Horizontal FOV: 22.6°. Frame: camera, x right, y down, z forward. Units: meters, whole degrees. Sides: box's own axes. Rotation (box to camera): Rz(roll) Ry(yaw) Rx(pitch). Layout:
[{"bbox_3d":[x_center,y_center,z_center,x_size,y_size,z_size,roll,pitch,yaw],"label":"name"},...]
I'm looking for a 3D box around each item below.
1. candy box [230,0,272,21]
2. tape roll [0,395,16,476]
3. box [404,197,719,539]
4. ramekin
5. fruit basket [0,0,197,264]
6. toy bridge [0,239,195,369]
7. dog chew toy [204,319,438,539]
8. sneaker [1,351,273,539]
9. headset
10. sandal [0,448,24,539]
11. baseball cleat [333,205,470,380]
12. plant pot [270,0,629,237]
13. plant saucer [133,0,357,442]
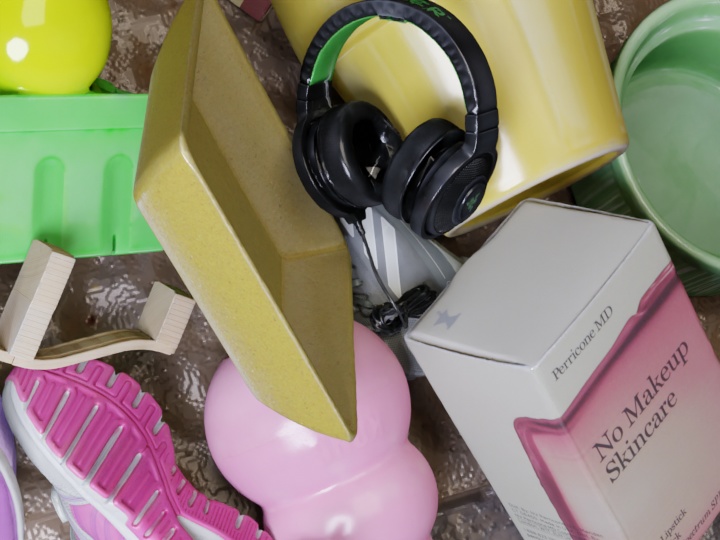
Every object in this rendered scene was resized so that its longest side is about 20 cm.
[{"bbox_3d":[-0.020,-0.270,1.177,0.055,0.115,0.200,35,66,-6],"label":"candy box"},{"bbox_3d":[-0.294,0.113,0.998,0.199,0.066,0.201,6,72,-18],"label":"tape roll"},{"bbox_3d":[0.139,0.076,1.091,0.128,0.109,0.200,-48,126,-24],"label":"box"},{"bbox_3d":[0.238,-0.079,1.223,0.199,0.098,0.201,5,73,-18],"label":"ramekin"},{"bbox_3d":[-0.200,-0.104,1.022,0.215,0.155,0.217,1,88,-37],"label":"fruit basket"},{"bbox_3d":[-0.178,0.018,0.980,0.199,0.027,0.068,22,93,-40],"label":"toy bridge"},{"bbox_3d":[-0.011,0.130,1.067,0.124,0.124,0.201,-25,92,-24],"label":"dog chew toy"},{"bbox_3d":[-0.139,0.136,1.026,0.200,0.088,0.081,51,39,-7],"label":"sneaker"},{"bbox_3d":[0.026,-0.060,1.051,0.094,0.123,0.201,-20,119,-54],"label":"headset"},{"bbox_3d":[-0.233,0.087,0.923,0.082,0.050,0.204,-17,111,1],"label":"sandal"},{"bbox_3d":[0.000,0.000,1.132,0.199,0.070,0.107,34,66,-7],"label":"baseball cleat"},{"bbox_3d":[0.069,-0.132,1.124,0.200,0.201,0.190,-22,84,-24],"label":"plant pot"},{"bbox_3d":[-0.065,-0.028,0.978,0.048,0.200,0.201,-22,120,12],"label":"plant saucer"}]
